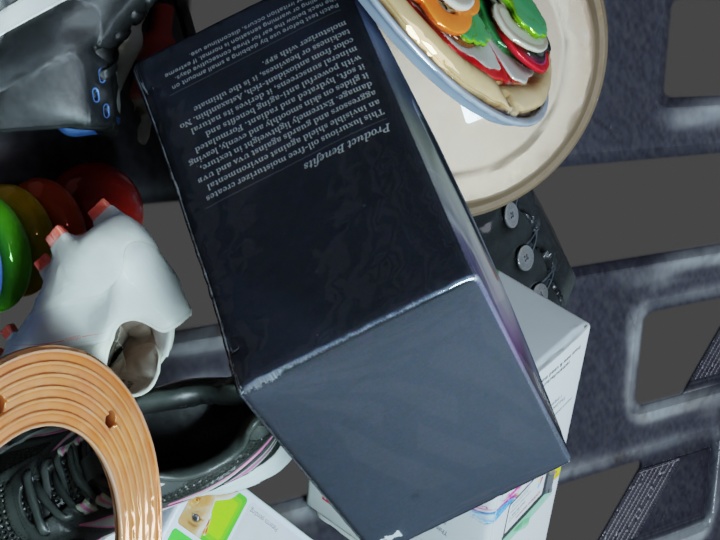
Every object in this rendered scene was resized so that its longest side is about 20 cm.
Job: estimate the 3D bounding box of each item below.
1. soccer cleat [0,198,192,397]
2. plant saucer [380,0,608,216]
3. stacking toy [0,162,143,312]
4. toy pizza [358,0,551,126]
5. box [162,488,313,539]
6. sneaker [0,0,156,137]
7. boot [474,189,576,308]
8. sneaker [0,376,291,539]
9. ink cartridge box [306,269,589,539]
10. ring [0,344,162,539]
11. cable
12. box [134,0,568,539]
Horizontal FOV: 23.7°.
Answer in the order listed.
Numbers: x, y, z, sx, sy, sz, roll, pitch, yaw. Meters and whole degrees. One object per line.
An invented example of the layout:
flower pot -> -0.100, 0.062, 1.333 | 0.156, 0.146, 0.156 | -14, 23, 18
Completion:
soccer cleat -> -0.139, 0.042, 0.867 | 0.069, 0.200, 0.078 | -35, 80, -33
plant saucer -> 0.052, -0.125, 0.987 | 0.197, 0.029, 0.203 | -3, 106, -12
stacking toy -> -0.191, -0.014, 0.874 | 0.199, 0.085, 0.086 | -26, 118, -48
toy pizza -> 0.037, -0.161, 0.859 | 0.200, 0.032, 0.201 | 41, 28, -27
box -> -0.107, 0.217, 1.004 | 0.200, 0.096, 0.178 | 46, 64, -44
sneaker -> -0.122, -0.130, 0.871 | 0.198, 0.073, 0.113 | -22, 99, -15
boot -> 0.069, -0.010, 1.164 | 0.165, 0.065, 0.201 | -47, 134, -27
sneaker -> -0.128, 0.098, 0.884 | 0.198, 0.081, 0.086 | -27, 167, -7
ink cartridge box -> 0.049, 0.093, 1.060 | 0.084, 0.144, 0.202 | -35, 144, -38
ring -> -0.151, 0.134, 0.763 | 0.200, 0.019, 0.203 | -19, 112, -59
cable -> -0.108, -0.166, 0.927 | 0.096, 0.050, 0.202 | 22, 86, -27
box -> 0.000, 0.000, 0.851 | 0.122, 0.200, 0.200 | -25, 146, 5
